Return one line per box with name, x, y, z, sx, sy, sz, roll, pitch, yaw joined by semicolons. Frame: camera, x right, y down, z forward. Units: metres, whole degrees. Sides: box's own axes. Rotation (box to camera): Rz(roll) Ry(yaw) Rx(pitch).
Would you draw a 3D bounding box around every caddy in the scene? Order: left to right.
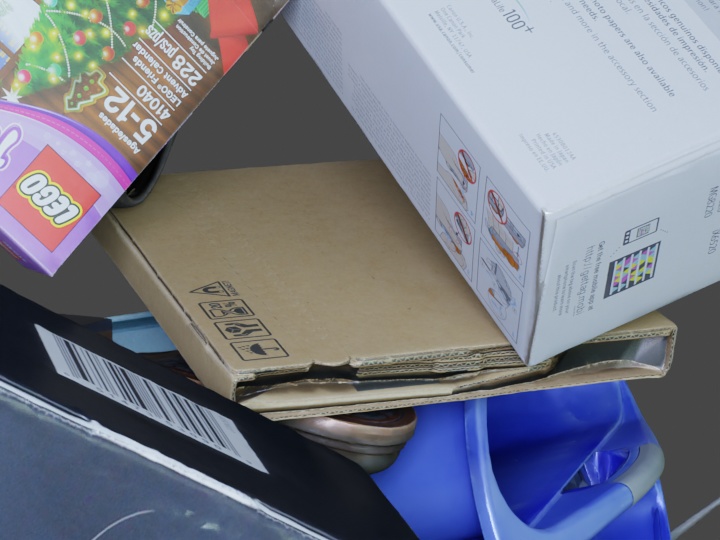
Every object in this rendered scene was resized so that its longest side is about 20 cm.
caddy;0.065;0.089;0.785;0.104;0.200;0.142;-18;95;22

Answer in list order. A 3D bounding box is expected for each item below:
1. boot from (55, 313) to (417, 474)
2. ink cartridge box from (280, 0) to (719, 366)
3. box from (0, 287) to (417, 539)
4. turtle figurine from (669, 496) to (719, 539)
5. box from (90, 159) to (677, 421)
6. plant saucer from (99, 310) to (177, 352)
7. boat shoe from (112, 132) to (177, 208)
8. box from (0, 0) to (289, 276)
boot;-0.069;0.074;0.743;0.075;0.199;0.098;-10;106;-57
ink cartridge box;0.084;-0.093;0.717;0.175;0.084;0.200;-22;56;-16
box;-0.110;0.119;0.578;0.199;0.124;0.197;28;95;-21
turtle figurine;0.155;0.173;0.833;0.200;0.149;0.101;-49;116;-37
box;0.000;0.000;0.763;0.162;0.200;0.021;-5;111;-20
plant saucer;-0.100;0.053;0.820;0.199;0.019;0.070;-8;92;-20
boat shoe;-0.070;-0.113;0.792;0.073;0.074;0.201;22;89;25
box;-0.134;-0.115;0.692;0.200;0.039;0.137;45;77;-21
